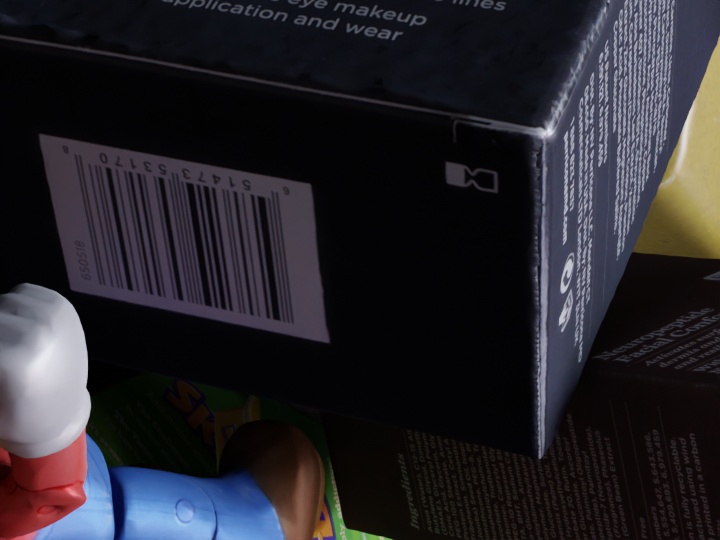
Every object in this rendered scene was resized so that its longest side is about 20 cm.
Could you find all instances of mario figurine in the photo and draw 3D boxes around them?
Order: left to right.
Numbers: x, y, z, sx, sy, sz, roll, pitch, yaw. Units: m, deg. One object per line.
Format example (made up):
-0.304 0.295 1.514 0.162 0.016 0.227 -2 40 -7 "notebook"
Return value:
-0.100 0.042 0.608 0.200 0.106 0.124 16 115 -50 "mario figurine"

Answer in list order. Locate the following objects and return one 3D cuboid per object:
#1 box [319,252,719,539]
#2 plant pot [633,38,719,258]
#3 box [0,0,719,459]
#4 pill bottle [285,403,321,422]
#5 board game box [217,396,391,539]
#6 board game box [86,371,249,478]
0.084 0.042 0.700 0.100 0.200 0.075 -22 104 -35 "box"
0.096 -0.096 0.970 0.200 0.195 0.195 -1 102 -73 "plant pot"
-0.011 -0.071 0.670 0.118 0.196 0.200 85 24 -43 "box"
0.000 0.000 0.857 0.200 0.113 0.114 52 51 -61 "pill bottle"
-0.001 0.109 0.811 0.200 0.030 0.096 37 45 -64 "board game box"
-0.068 0.084 0.784 0.096 0.030 0.200 59 24 2 "board game box"
